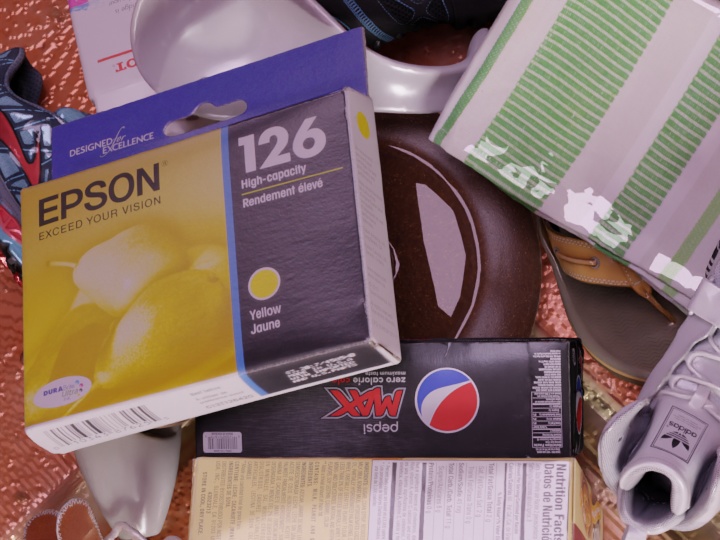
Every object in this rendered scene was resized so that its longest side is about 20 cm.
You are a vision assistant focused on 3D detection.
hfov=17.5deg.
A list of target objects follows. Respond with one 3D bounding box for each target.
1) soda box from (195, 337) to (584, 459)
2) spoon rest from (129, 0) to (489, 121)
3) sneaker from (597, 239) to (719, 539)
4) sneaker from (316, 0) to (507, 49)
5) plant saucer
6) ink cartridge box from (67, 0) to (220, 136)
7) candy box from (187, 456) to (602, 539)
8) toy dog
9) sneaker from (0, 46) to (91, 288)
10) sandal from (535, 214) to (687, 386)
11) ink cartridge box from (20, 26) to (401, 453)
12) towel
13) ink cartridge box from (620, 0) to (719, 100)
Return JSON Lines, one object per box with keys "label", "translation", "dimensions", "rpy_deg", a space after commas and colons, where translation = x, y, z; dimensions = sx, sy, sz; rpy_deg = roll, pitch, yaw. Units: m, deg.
{"label": "soda box", "translation": [0.016, 0.067, 1.231], "dimensions": [0.199, 0.071, 0.064], "rpy_deg": [0, 90, 11]}
{"label": "spoon rest", "translation": [-0.027, -0.121, 1.283], "dimensions": [0.199, 0.100, 0.061], "rpy_deg": [8, 29, -7]}
{"label": "sneaker", "translation": [0.182, 0.052, 1.167], "dimensions": [0.075, 0.115, 0.200], "rpy_deg": [29, 122, 14]}
{"label": "sneaker", "translation": [0.033, -0.167, 1.339], "dimensions": [0.199, 0.082, 0.073], "rpy_deg": [14, 31, -15]}
{"label": "plant saucer", "translation": [0.000, 0.000, 1.299], "dimensions": [0.200, 0.037, 0.201], "rpy_deg": [-1, 82, 9]}
{"label": "ink cartridge box", "translation": [-0.108, -0.153, 1.383], "dimensions": [0.116, 0.068, 0.201], "rpy_deg": [-17, 66, 6]}
{"label": "candy box", "translation": [0.021, 0.135, 1.223], "dimensions": [0.199, 0.115, 0.056], "rpy_deg": [-2, 72, 12]}
{"label": "toy dog", "translation": [-0.147, 0.117, 1.270], "dimensions": [0.096, 0.132, 0.201], "rpy_deg": [11, 61, -18]}
{"label": "sneaker", "translation": [-0.182, -0.053, 1.358], "dimensions": [0.095, 0.079, 0.200], "rpy_deg": [-34, 67, -3]}
{"label": "sandal", "translation": [0.137, -0.024, 1.287], "dimensions": [0.080, 0.054, 0.201], "rpy_deg": [-23, 67, 4]}
{"label": "ink cartridge box", "translation": [-0.084, -0.023, 1.218], "dimensions": [0.197, 0.047, 0.201], "rpy_deg": [-16, 63, 19]}
{"label": "towel", "translation": [0.151, -0.074, 1.222], "dimensions": [0.200, 0.023, 0.153], "rpy_deg": [34, 111, 10]}
{"label": "ink cartridge box", "translation": [0.246, -0.090, 1.260], "dimensions": [0.199, 0.104, 0.059], "rpy_deg": [13, 74, 16]}
